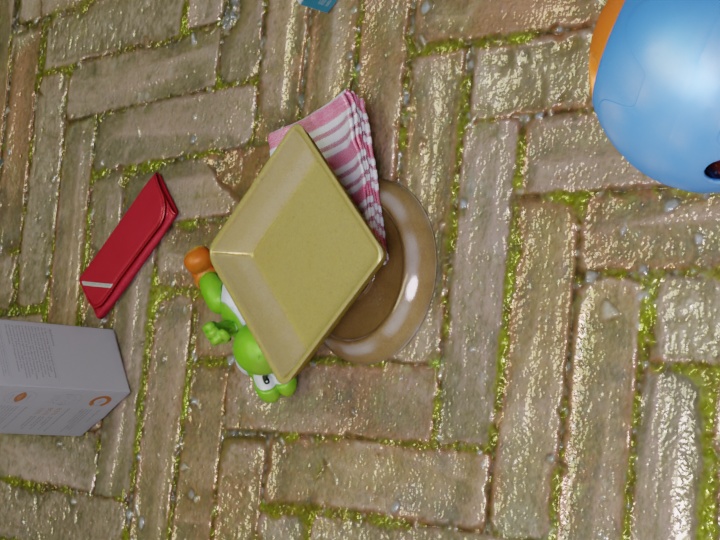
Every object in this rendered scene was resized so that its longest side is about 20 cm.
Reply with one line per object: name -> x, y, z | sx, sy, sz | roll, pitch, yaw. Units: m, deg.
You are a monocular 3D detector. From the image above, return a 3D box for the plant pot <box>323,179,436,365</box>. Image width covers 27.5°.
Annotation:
plant pot -> 0.000, 0.000, 1.570 | 0.200, 0.027, 0.201 | -8, 78, 45

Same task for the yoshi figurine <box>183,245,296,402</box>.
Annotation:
yoshi figurine -> -0.124, 0.048, 1.638 | 0.112, 0.112, 0.200 | -42, 59, 26

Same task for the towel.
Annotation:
towel -> -0.041, -0.079, 1.585 | 0.146, 0.030, 0.201 | -25, 67, 42

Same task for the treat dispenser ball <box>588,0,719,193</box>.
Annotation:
treat dispenser ball -> 0.282, -0.162, 1.174 | 0.200, 0.200, 0.202 | -9, 78, 45

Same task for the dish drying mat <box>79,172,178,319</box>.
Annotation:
dish drying mat -> -0.301, -0.030, 1.895 | 0.200, 0.018, 0.077 | -51, 51, 29

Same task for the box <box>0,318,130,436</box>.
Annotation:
box -> -0.414, 0.137, 1.855 | 0.124, 0.200, 0.098 | -39, 58, 35

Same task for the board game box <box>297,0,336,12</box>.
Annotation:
board game box -> -0.048, -0.418, 1.668 | 0.151, 0.047, 0.200 | -47, 54, 31

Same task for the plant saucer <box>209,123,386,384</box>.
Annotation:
plant saucer -> -0.059, -0.017, 1.548 | 0.200, 0.048, 0.200 | -53, 54, 29
